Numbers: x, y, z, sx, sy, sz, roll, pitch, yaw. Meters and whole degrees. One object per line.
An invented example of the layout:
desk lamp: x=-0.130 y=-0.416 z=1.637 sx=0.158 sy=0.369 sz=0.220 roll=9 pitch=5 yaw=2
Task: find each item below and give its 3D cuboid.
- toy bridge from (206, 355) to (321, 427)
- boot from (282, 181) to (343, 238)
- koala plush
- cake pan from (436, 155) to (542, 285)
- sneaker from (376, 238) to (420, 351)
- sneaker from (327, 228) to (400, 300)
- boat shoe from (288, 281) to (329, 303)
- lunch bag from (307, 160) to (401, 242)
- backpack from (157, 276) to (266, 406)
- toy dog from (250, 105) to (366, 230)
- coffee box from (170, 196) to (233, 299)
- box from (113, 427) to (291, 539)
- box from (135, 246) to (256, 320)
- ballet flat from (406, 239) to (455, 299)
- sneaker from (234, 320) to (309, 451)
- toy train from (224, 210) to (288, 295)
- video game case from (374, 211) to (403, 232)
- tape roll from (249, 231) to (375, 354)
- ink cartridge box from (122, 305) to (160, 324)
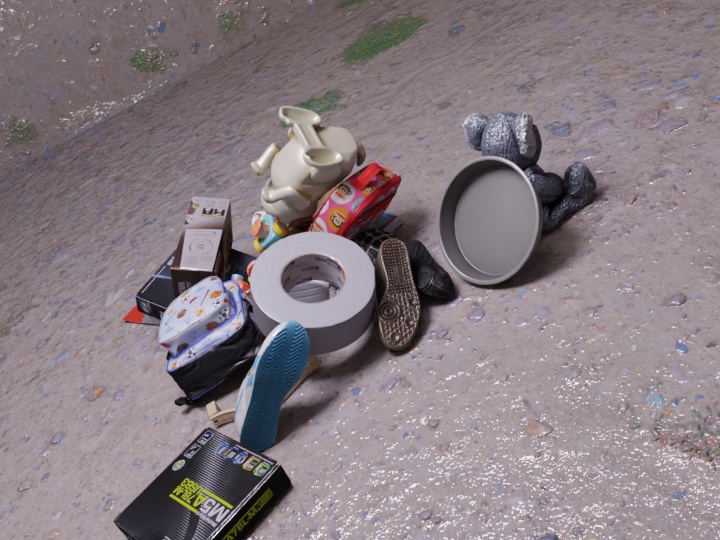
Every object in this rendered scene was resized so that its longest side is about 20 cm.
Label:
toy bridge: x=-0.149 y=0.191 z=1.362 sx=0.198 sy=0.027 sz=0.067 roll=-29 pitch=32 yaw=-3
boot: x=-0.110 y=-0.087 z=1.672 sx=0.200 sy=0.066 sz=0.175 roll=-48 pitch=4 yaw=-14
koala plush: x=0.259 y=-0.174 z=1.421 sx=0.183 sy=0.201 sz=0.177 roll=-39 pitch=32 yaw=-20
cake pan: x=0.207 y=-0.078 z=1.359 sx=0.199 sy=0.203 sz=0.036 roll=6 pitch=3 yaw=45
sneaker: x=0.059 y=0.049 z=1.379 sx=0.069 sy=0.076 sz=0.202 roll=2 pitch=57 yaw=0
sneaker: x=0.000 y=0.000 z=1.490 sx=0.077 sy=0.085 sz=0.200 roll=36 pitch=49 yaw=13
boat shoe: x=-0.117 y=0.019 z=1.559 sx=0.198 sy=0.073 sz=0.071 roll=-1 pitch=40 yaw=40
lunch bag: x=-0.008 y=-0.117 z=1.525 sx=0.177 sy=0.082 sz=0.200 roll=-57 pitch=-9 yaw=34
backpack: x=-0.256 y=0.105 z=1.473 sx=0.198 sy=0.155 sz=0.191 roll=-28 pitch=21 yaw=2
toy dog: x=-0.102 y=-0.168 z=1.493 sx=0.193 sy=0.140 sz=0.201 roll=-14 pitch=-30 yaw=-46
coffee box: x=-0.297 y=-0.031 z=1.621 sx=0.079 sy=0.114 sz=0.202 roll=4 pitch=44 yaw=0
box: x=-0.222 y=0.324 z=1.196 sx=0.193 sy=0.048 sz=0.199 roll=-42 pitch=32 yaw=-28
box: x=-0.318 y=0.027 z=1.674 sx=0.158 sy=0.044 sz=0.201 roll=20 pitch=47 yaw=15
ballet flat: x=0.105 y=0.002 z=1.444 sx=0.067 sy=0.056 sz=0.200 roll=-53 pitch=22 yaw=12
sneaker: x=-0.139 y=0.161 z=1.268 sx=0.202 sy=0.076 sz=0.081 roll=-66 pitch=27 yaw=11
toy train: x=-0.206 y=-0.024 z=1.569 sx=0.149 sy=0.055 sz=0.203 roll=5 pitch=75 yaw=48
video game case: x=-0.025 y=-0.077 z=1.691 sx=0.143 sy=0.018 sz=0.199 roll=-40 pitch=31 yaw=-21
tape roll: x=-0.074 y=0.033 z=1.349 sx=0.197 sy=0.067 sz=0.202 roll=-1 pitch=48 yaw=1
ink cartridge box: x=-0.396 y=0.042 z=1.780 sx=0.198 sy=0.048 sz=0.160 roll=2 pitch=41 yaw=39
